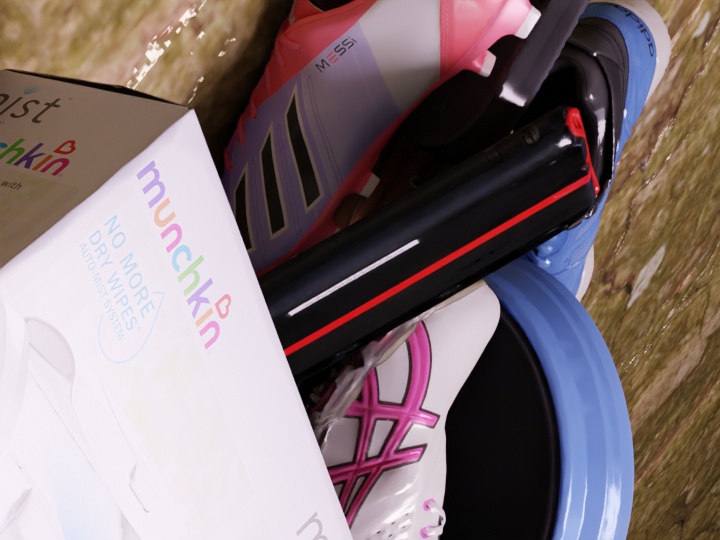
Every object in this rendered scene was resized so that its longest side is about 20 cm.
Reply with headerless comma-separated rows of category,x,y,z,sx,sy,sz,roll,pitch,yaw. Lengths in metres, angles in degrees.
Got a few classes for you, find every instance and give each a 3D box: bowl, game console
bowl,0.039,0.090,1.336,0.039,0.201,0.201,4,126,-42
game console,0.000,0.000,1.119,0.200,0.031,0.177,-30,170,3

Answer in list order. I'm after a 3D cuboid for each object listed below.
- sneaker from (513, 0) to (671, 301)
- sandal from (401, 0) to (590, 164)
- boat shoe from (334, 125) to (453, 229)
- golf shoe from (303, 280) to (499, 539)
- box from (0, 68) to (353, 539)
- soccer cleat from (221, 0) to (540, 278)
sneaker,0.076,-0.031,1.367,0.111,0.077,0.200,-35,153,-60
sandal,0.068,-0.137,1.129,0.075,0.048,0.201,5,-115,56
boat shoe,0.025,-0.032,1.243,0.072,0.068,0.200,-47,164,-23
golf shoe,0.005,0.090,1.259,0.200,0.092,0.073,-52,179,-16
box,-0.108,0.070,0.901,0.176,0.097,0.200,-41,128,-32
soccer cleat,-0.012,-0.070,1.097,0.200,0.076,0.067,-44,-160,35
